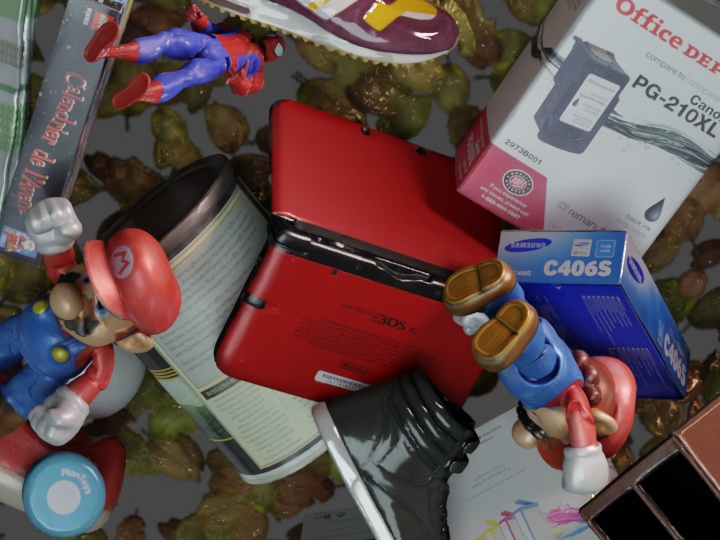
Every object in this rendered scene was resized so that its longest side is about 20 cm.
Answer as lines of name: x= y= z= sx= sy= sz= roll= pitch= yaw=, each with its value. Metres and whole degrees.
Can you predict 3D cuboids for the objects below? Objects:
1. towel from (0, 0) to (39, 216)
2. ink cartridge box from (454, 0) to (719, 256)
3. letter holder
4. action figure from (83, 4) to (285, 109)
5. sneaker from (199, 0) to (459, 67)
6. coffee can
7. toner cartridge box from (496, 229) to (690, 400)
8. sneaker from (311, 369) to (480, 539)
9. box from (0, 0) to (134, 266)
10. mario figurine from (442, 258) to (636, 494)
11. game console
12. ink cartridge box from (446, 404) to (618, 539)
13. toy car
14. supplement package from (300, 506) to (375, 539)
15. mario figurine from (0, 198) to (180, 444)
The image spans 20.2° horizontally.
towel: x=-0.316 y=-0.141 z=1.489 sx=0.148 sy=0.031 sz=0.201 roll=9 pitch=114 yaw=-2
ink cartridge box: x=0.181 y=-0.113 z=1.444 sx=0.144 sy=0.084 sz=0.200 roll=30 pitch=113 yaw=-11
letter holder: x=0.271 y=0.168 z=1.443 sx=0.142 sy=0.200 sz=0.101 roll=51 pitch=122 yaw=9
action figure: x=-0.108 y=-0.148 z=1.393 sx=0.052 sy=0.200 sz=0.066 roll=-41 pitch=79 yaw=26
sneaker: x=-0.019 y=-0.209 z=1.419 sx=0.199 sy=0.075 sz=0.090 roll=15 pitch=117 yaw=-5
coffee can: x=-0.094 y=0.037 z=1.493 sx=0.146 sy=0.147 sz=0.200 roll=-34 pitch=108 yaw=17
toner cartridge box: x=0.171 y=0.035 z=1.462 sx=0.094 sy=0.043 sz=0.200 roll=0 pitch=154 yaw=22
sneaker: x=0.053 y=0.159 z=1.431 sx=0.099 sy=0.071 sz=0.201 roll=-28 pitch=108 yaw=3
box: x=-0.206 y=-0.121 z=1.434 sx=0.038 sy=0.137 sz=0.201 roll=19 pitch=113 yaw=-5
mario figurine: x=0.115 y=0.083 z=1.389 sx=0.106 sy=0.124 sz=0.200 roll=-5 pitch=147 yaw=31
game console: x=0.000 y=0.000 z=1.453 sx=0.199 sy=0.119 sz=0.173 roll=18 pitch=111 yaw=-27
ink cartridge box: x=0.145 y=0.213 z=1.518 sx=0.125 sy=0.128 sz=0.201 roll=-31 pitch=71 yaw=14
toy car: x=-0.238 y=0.081 z=1.536 sx=0.176 sy=0.184 sz=0.201 roll=26 pitch=84 yaw=-8
supplement package: x=0.016 y=0.283 z=1.568 sx=0.119 sy=0.200 sz=0.122 roll=-8 pitch=114 yaw=7
mario figurine: x=-0.209 y=0.035 z=1.362 sx=0.123 sy=0.106 sz=0.200 roll=44 pitch=126 yaw=-17
